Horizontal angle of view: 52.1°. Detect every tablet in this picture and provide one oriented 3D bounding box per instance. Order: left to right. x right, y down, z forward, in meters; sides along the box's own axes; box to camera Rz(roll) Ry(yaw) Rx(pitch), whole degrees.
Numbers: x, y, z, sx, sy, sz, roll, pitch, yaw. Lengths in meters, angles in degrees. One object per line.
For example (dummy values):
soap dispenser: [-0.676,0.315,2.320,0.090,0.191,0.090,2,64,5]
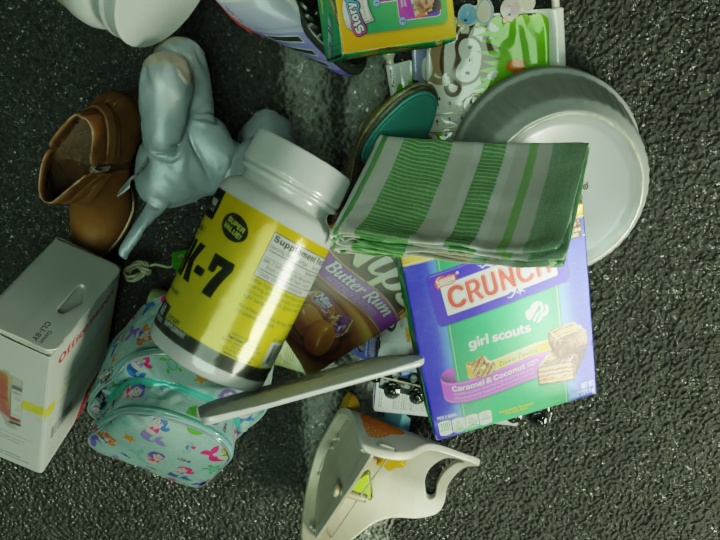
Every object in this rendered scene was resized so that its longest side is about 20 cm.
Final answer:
tablet: [-0.049,0.104,0.667,0.195,0.130,0.014,-14,87,-15]

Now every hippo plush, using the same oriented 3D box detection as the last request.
hippo plush: [-0.132,-0.124,0.715,0.156,0.203,0.162,10,133,-8]

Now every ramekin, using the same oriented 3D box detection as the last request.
ramekin: [0.191,-0.091,0.731,0.196,0.095,0.208,0,115,-1]

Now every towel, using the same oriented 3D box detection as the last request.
towel: [0.085,-0.065,0.625,0.195,0.154,0.024,5,137,23]

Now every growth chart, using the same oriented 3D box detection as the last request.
growth chart: [0.118,-0.198,0.751,0.195,0.018,0.148,-15,108,7]

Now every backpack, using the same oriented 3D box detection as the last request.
backpack: [-0.186,0.124,0.781,0.175,0.153,0.200,28,129,-23]

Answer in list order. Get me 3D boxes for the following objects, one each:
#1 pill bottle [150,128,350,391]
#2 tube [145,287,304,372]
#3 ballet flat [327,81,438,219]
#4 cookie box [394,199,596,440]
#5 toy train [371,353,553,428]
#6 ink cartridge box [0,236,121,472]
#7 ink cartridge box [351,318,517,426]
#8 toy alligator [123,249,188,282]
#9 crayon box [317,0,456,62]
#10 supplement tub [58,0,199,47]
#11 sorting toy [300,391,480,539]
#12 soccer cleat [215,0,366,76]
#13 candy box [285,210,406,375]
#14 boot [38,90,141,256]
pill bottle: [-0.093,-0.010,0.648,0.112,0.114,0.204,26,91,-6]
tube: [-0.150,0.068,0.852,0.194,0.058,0.053,13,75,-4]
ballet flat: [0.012,-0.112,0.758,0.069,0.071,0.203,25,118,-5]
cookie box: [0.125,0.036,0.687,0.167,0.076,0.205,-15,116,-2]
toy train: [0.108,0.123,0.776,0.194,0.034,0.047,11,105,1]
ink cartridge box: [-0.335,0.090,0.790,0.082,0.147,0.202,23,128,-3]
ink cartridge box: [0.083,0.085,0.822,0.194,0.077,0.140,5,108,1]
toy alligator: [-0.164,-0.009,0.822,0.195,0.061,0.055,-14,149,9]
crayon box: [0.015,-0.303,0.668,0.116,0.058,0.206,-12,104,-17]
supplement tub: [-0.240,-0.310,0.648,0.199,0.145,0.146,40,109,7]
sorting toy: [0.041,0.240,0.873,0.176,0.108,0.202,15,129,-17]
soccer cleat: [-0.081,-0.255,0.729,0.198,0.069,0.073,36,136,-16]
candy box: [0.000,0.000,0.733,0.197,0.057,0.118,-32,103,5]
boot: [-0.279,-0.085,0.746,0.072,0.155,0.204,20,110,-4]
